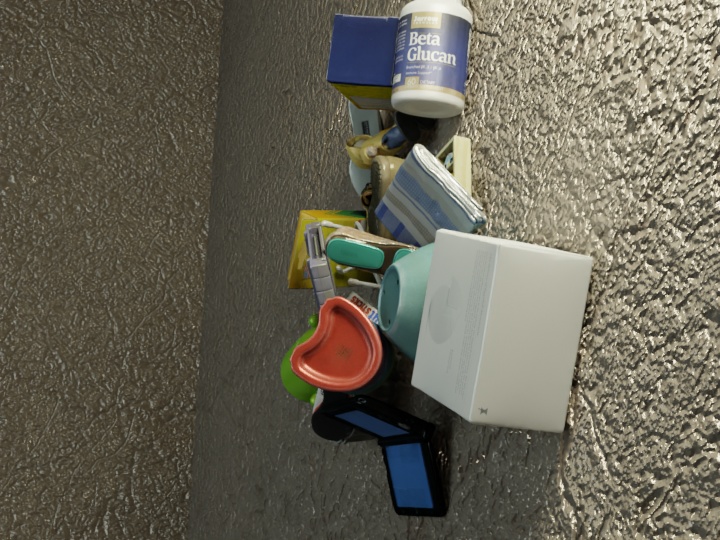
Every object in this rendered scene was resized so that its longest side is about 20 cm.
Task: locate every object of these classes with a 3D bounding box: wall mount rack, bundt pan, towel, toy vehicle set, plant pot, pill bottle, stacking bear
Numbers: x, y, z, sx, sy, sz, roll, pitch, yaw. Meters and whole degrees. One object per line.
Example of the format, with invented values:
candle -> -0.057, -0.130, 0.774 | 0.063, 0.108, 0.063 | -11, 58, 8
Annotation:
wall mount rack -> 0.000, 0.000, 1.807 | 0.174, 0.074, 0.200 | 80, 166, -60
bundt pan -> 0.005, 0.187, 1.826 | 0.202, 0.075, 0.203 | -172, 90, -70
towel -> 0.095, -0.081, 1.607 | 0.147, 0.024, 0.200 | 48, 150, 8
toy vehicle set -> 0.116, -0.103, 1.691 | 0.200, 0.026, 0.125 | 133, 141, -63
plant pot -> 0.100, 0.046, 1.492 | 0.200, 0.134, 0.201 | -172, 90, -73
pill bottle -> 0.109, -0.338, 1.674 | 0.111, 0.111, 0.201 | 167, 110, -72
stacking bear -> -0.005, 0.119, 1.561 | 0.122, 0.114, 0.200 | -58, -14, 0

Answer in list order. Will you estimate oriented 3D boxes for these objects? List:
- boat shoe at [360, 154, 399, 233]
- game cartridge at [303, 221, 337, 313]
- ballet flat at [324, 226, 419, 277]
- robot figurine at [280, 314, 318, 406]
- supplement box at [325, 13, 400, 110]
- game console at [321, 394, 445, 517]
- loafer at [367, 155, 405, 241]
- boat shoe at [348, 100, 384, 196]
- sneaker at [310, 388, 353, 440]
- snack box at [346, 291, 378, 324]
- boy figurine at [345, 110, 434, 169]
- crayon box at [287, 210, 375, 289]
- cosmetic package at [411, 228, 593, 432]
boat shoe -> 0.037, -0.131, 1.893 | 0.072, 0.068, 0.200 | 114, 157, -43
game cartridge -> -0.057, 0.017, 1.707 | 0.200, 0.038, 0.130 | -104, 5, -70
ballet flat -> 0.047, -0.021, 1.637 | 0.067, 0.199, 0.068 | -64, -5, -66
robot figurine -> -0.078, 0.172, 2.051 | 0.200, 0.115, 0.176 | 130, 143, -60
supplement box -> 0.028, -0.331, 1.798 | 0.200, 0.108, 0.110 | 19, -102, -75
game console -> 0.029, 0.270, 1.614 | 0.117, 0.175, 0.200 | -69, 13, -18
loafer -> 0.051, -0.095, 1.748 | 0.200, 0.067, 0.076 | 93, 166, -48
boat shoe -> 0.020, -0.226, 2.018 | 0.064, 0.070, 0.201 | 18, -111, -74
sneaker -> -0.030, 0.171, 1.745 | 0.202, 0.067, 0.108 | 95, -169, -45
snack box -> 0.050, 0.093, 1.661 | 0.024, 0.072, 0.200 | -50, 36, -2
boy figurine -> 0.045, -0.220, 1.853 | 0.124, 0.065, 0.200 | -41, 11, -28
crayon box -> -0.050, -0.037, 1.911 | 0.051, 0.200, 0.127 | 26, 110, 42
cosmetic package -> 0.160, 0.065, 1.303 | 0.200, 0.122, 0.200 | -156, 74, -74
